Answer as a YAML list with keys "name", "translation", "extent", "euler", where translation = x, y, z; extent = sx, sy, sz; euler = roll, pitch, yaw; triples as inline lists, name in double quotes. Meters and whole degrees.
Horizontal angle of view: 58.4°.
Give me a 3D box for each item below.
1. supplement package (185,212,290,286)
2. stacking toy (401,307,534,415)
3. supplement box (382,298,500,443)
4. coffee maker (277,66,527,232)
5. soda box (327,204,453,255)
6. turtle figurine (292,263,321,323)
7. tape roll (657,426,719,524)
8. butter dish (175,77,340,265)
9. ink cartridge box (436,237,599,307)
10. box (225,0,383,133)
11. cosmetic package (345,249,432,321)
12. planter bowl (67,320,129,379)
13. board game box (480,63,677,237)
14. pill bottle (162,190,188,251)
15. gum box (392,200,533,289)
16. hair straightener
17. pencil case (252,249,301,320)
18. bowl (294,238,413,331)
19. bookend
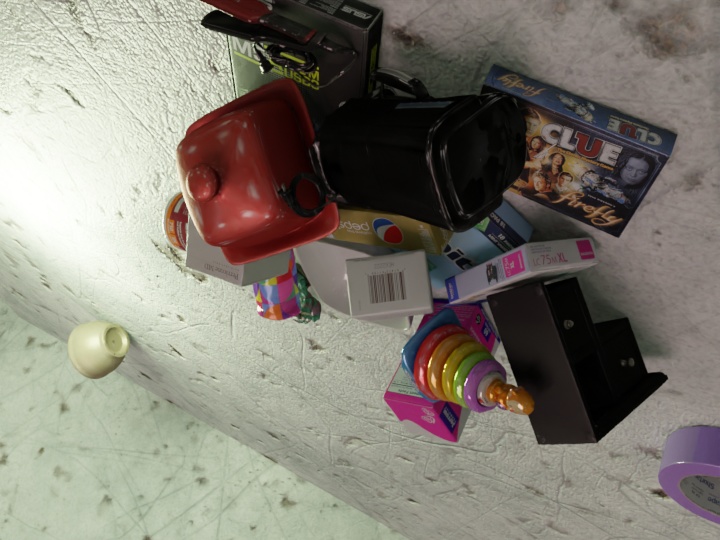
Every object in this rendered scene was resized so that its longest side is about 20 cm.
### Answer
- name: "supplement package"
  translation: [-0.172, -0.096, 0.949]
  extent: [0.115, 0.117, 0.204]
  euler: [16, 107, 25]
- name: "stacking toy"
  translation: [0.153, 0.143, 0.846]
  extent: [0.199, 0.109, 0.117]
  euler: [25, 152, 56]
- name: "supplement box"
  translation: [0.134, 0.156, 1.036]
  extent: [0.102, 0.202, 0.102]
  euler: [2, 140, 42]
- name: "coffee maker"
  translation: [0.047, -0.108, 0.680]
  extent: [0.135, 0.194, 0.199]
  euler: [42, 167, -36]
- name: "soda box"
  translation: [0.027, -0.077, 0.840]
  extent: [0.197, 0.068, 0.065]
  euler: [11, 143, 36]
- name: "turtle figurine"
  translation: [-0.135, 0.036, 1.230]
  extent: [0.149, 0.101, 0.200]
  euler: [39, 170, 20]
- name: "tape roll"
  translation: [0.572, 0.326, 0.997]
  extent: [0.197, 0.066, 0.202]
  euler: [25, 151, 15]
- name: "butter dish"
  translation: [-0.152, -0.111, 0.783]
  extent: [0.196, 0.147, 0.204]
  euler: [-16, 94, 27]
- name: "ink cartridge box"
  translation: [0.196, 0.006, 0.848]
  extent: [0.199, 0.117, 0.043]
  euler: [-34, 66, 57]
- name: "box"
  translation: [-0.073, -0.255, 0.785]
  extent: [0.197, 0.048, 0.194]
  euler: [26, 151, 12]
- name: "cosmetic package"
  translation: [0.044, 0.024, 0.849]
  extent: [0.099, 0.073, 0.200]
  euler: [-7, 173, 6]
- name: "planter bowl"
  translation: [-0.896, 0.263, 2.256]
  extent: [0.133, 0.202, 0.201]
  euler: [-21, 126, 23]
- name: "board game box"
  translation: [0.216, -0.127, 0.702]
  extent: [0.197, 0.035, 0.136]
  euler: [26, 150, 14]
- name: "pill bottle"
  translation: [-0.252, -0.078, 1.159]
  extent: [0.197, 0.114, 0.114]
  euler: [12, 145, 32]
- name: "gum box"
  translation: [0.109, -0.066, 0.890]
  extent: [0.169, 0.045, 0.199]
  euler: [40, 151, -11]
- name: "hair straightener"
  translation: [-0.094, -0.259, 0.728]
  extent: [0.197, 0.041, 0.078]
  euler: [21, 147, 11]
- name: "pencil case"
  translation: [-0.144, -0.020, 1.082]
  extent: [0.087, 0.088, 0.204]
  euler: [12, 117, 31]
- name: "bowl"
  translation: [0.000, 0.000, 1.066]
  extent: [0.197, 0.075, 0.201]
  euler: [14, 145, 29]
- name: "bookend"
  translation: [0.289, 0.093, 0.849]
  extent: [0.091, 0.198, 0.203]
  euler: [-21, 88, 51]
